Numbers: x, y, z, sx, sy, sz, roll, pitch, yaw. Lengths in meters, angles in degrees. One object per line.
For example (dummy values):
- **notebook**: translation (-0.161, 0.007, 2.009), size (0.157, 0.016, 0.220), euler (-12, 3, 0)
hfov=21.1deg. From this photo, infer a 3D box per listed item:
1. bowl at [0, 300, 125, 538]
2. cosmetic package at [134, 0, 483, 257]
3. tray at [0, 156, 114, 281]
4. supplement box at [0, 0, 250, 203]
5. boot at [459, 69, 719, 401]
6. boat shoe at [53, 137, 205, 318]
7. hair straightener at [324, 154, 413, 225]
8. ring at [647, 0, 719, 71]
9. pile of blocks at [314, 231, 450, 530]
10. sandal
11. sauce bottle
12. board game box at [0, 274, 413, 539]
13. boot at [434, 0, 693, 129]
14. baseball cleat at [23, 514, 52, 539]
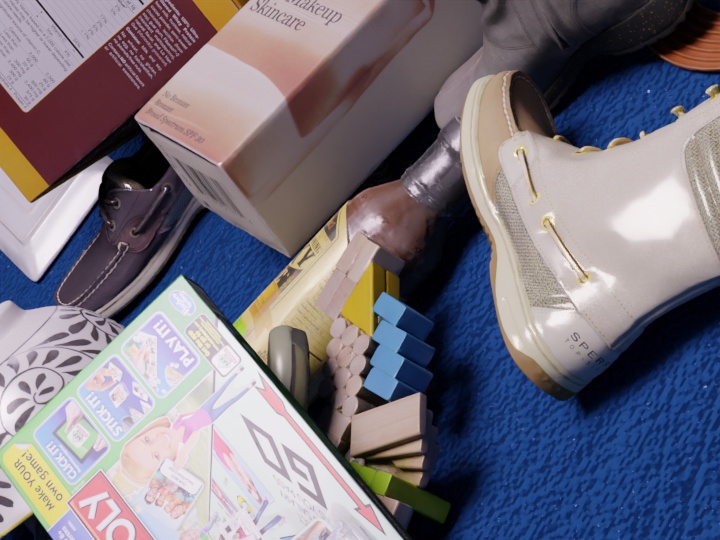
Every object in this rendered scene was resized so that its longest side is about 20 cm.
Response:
- **bowl**: translation (-0.215, 0.081, 1.167), size (0.201, 0.094, 0.201), euler (-38, 11, 9)
- **cosmetic package**: translation (-0.021, -0.118, 1.140), size (0.200, 0.087, 0.103), euler (-47, 41, -13)
- **tray**: translation (-0.255, -0.069, 1.486), size (0.107, 0.022, 0.200), euler (-53, 34, -1)
- **supplement box**: translation (-0.155, -0.177, 1.289), size (0.200, 0.133, 0.197), euler (-37, 5, 23)
- **boot**: translation (0.131, -0.051, 0.956), size (0.155, 0.072, 0.200), euler (-34, 43, 27)
- **boat shoe**: translation (-0.144, -0.050, 1.293), size (0.200, 0.065, 0.072), euler (-47, 34, 9)
- **hair straightener**: translation (-0.016, -0.079, 1.185), size (0.077, 0.041, 0.200), euler (-46, 34, 11)
- **ring**: translation (0.221, -0.192, 1.021), size (0.200, 0.019, 0.201), euler (-31, 41, 30)
- **pile of blocks**: translation (0.020, 0.076, 0.988), size (0.082, 0.062, 0.201), euler (-19, 55, 38)
- **sandal**: translation (-0.067, 0.125, 0.985), size (0.080, 0.057, 0.202), euler (156, 124, -78)
- **sauce bottle**: translation (0.000, 0.000, 1.078), size (0.200, 0.065, 0.065), euler (-46, 34, 8)
- **board game box**: translation (-0.072, 0.118, 0.936), size (0.135, 0.029, 0.200), euler (-43, 66, 2)
- **boot**: translation (0.073, -0.149, 1.045), size (0.200, 0.130, 0.068), euler (-32, 40, 46)
- **baseball cleat**: translation (-0.144, 0.156, 1.105), size (0.106, 0.070, 0.200), euler (-45, 35, 12)
